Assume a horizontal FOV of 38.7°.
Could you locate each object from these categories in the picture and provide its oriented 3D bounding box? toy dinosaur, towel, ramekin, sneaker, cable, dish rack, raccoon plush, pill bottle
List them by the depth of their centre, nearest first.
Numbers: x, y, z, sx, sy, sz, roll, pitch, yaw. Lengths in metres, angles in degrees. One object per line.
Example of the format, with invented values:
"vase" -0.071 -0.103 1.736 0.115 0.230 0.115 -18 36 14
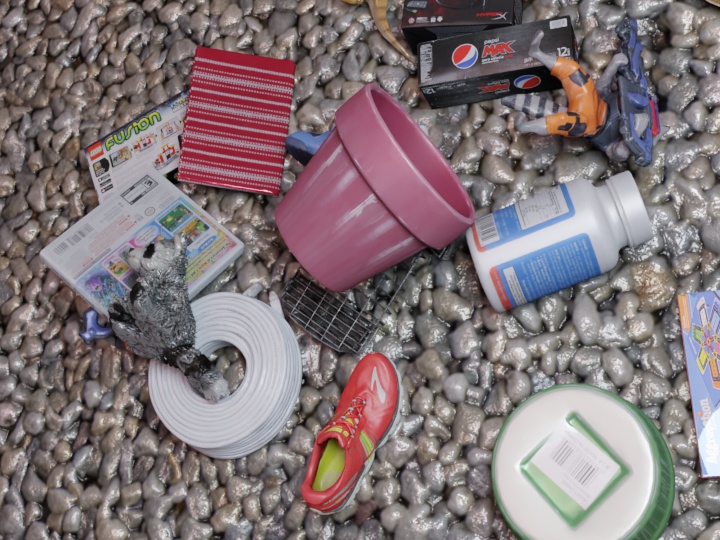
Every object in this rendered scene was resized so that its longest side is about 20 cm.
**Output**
"ramekin" 0.232 0.218 1.096 0.196 0.098 0.204 -6 71 18
"pill bottle" 0.228 -0.037 1.176 0.197 0.112 0.114 -21 67 12
"sneaker" -0.010 0.189 1.200 0.076 0.085 0.203 18 79 23
"raccoon plush" -0.217 0.053 1.258 0.096 0.201 0.134 -24 21 44
"dish rack" 0.000 0.000 1.279 0.152 0.055 0.202 32 87 27
"cable" -0.168 0.128 1.282 0.198 0.069 0.202 -30 66 5
"sneaker" 0.000 -0.159 1.322 0.196 0.074 0.084 11 77 14
"toy dinosaur" 0.020 -0.377 1.392 0.104 0.060 0.204 -3 72 17
"towel" -0.167 -0.205 1.396 0.142 0.023 0.204 8 74 -6

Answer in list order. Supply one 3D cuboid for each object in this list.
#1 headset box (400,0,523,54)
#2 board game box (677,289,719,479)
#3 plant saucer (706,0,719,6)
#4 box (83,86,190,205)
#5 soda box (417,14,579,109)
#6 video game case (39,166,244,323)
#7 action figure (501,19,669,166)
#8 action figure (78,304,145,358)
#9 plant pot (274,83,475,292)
"headset box" 0.140 -0.392 1.343 0.146 0.077 0.204 2 75 18
"board game box" 0.407 0.119 1.110 0.101 0.019 0.204 -7 70 16
"plant saucer" 0.480 -0.396 1.245 0.196 0.035 0.204 -6 71 17
"box" -0.288 -0.170 1.447 0.197 0.035 0.112 -27 66 10
"soda box" 0.173 -0.260 1.291 0.196 0.071 0.065 -6 71 18
"video game case" -0.281 -0.024 1.335 0.181 0.024 0.200 38 59 14
"action figure" 0.271 -0.202 1.191 0.191 0.105 0.203 21 57 -16
"action figure" -0.294 0.028 1.372 0.197 0.105 0.196 -21 71 -21
"plant pot" 0.007 -0.079 1.178 0.178 0.199 0.202 -39 64 16
